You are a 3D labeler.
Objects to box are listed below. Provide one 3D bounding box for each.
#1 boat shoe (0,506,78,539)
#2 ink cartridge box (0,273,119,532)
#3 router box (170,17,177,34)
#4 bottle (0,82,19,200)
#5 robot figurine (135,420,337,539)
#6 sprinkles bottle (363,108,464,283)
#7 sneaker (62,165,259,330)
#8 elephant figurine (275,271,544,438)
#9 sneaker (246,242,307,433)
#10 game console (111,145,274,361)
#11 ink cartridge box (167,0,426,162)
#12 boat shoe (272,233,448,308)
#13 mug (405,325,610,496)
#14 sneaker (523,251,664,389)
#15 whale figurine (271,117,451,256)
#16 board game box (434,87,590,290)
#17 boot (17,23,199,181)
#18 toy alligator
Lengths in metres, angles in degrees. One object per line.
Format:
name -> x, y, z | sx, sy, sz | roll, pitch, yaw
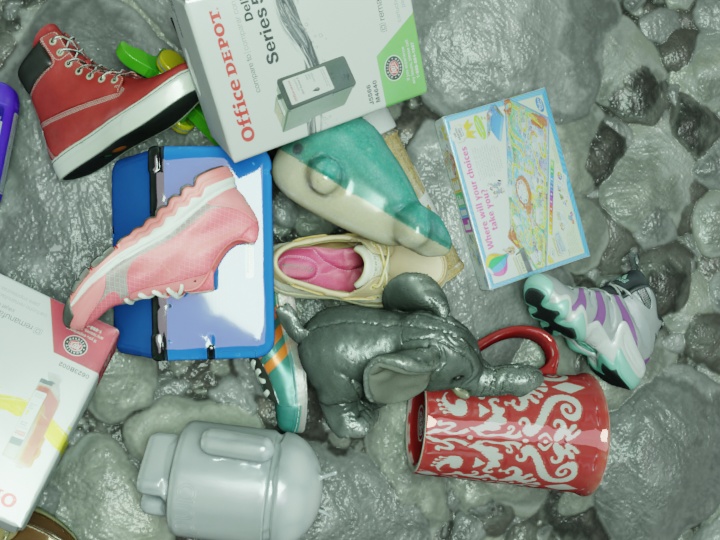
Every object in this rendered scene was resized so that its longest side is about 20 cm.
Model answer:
boat shoe -> -0.379, 0.262, 0.798 | 0.197, 0.074, 0.077 | 24, 85, -11
ink cartridge box -> -0.339, 0.125, 0.772 | 0.143, 0.083, 0.203 | 27, 64, -12
router box -> -0.084, -0.262, 0.827 | 0.197, 0.149, 0.052 | -27, 121, -12
bottle -> -0.395, -0.090, 0.801 | 0.082, 0.065, 0.204 | 10, 88, -11
robot figurine -> -0.123, 0.217, 0.825 | 0.196, 0.171, 0.114 | 6, 49, 0
sprinkles bottle -> 0.044, -0.077, 0.897 | 0.067, 0.068, 0.203 | -29, 96, -11
sneaker -> -0.173, -0.002, 0.721 | 0.199, 0.074, 0.087 | -41, 96, -6
elephant figurine -> 0.049, 0.075, 0.783 | 0.198, 0.154, 0.144 | -20, 79, 32
sneaker -> -0.104, 0.076, 0.865 | 0.078, 0.071, 0.204 | -9, 84, -11
game console -> -0.172, -0.017, 0.816 | 0.167, 0.118, 0.205 | -1, 91, -8
ink cartridge box -> -0.054, -0.204, 0.728 | 0.197, 0.084, 0.148 | -23, 121, -13
boat shoe -> 0.000, 0.000, 0.825 | 0.196, 0.069, 0.075 | -2, 85, -9
mug -> 0.153, 0.161, 0.910 | 0.196, 0.179, 0.135 | 5, 125, -8
sneaker -> 0.282, 0.029, 0.944 | 0.199, 0.077, 0.141 | 41, 77, -26
whale figurine -> 0.008, -0.086, 0.787 | 0.198, 0.158, 0.105 | 31, 95, 33
board game box -> 0.177, -0.094, 0.943 | 0.132, 0.034, 0.204 | -17, 93, -12
boot -> -0.250, -0.193, 0.794 | 0.197, 0.072, 0.147 | -22, 91, 25
toy alligator -> -0.169, -0.176, 0.861 | 0.199, 0.059, 0.055 | 40, 40, -13
